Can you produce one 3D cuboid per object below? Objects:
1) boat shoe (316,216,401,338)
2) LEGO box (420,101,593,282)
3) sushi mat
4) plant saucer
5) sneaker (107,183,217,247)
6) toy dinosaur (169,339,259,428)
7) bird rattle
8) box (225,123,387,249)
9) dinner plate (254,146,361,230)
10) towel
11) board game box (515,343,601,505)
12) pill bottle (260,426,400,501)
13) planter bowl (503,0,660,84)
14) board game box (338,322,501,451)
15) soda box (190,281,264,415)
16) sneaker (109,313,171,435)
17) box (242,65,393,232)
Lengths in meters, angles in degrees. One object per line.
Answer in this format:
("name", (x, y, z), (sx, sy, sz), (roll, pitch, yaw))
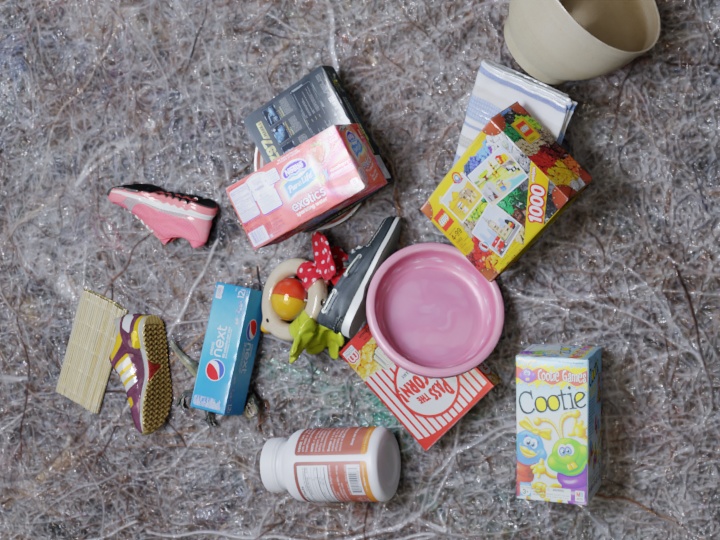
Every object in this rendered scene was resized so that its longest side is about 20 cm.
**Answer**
("boat shoe", (0.000, 0.000, 1.568), (0.060, 0.076, 0.201), (21, 66, 16))
("LEGO box", (0.197, -0.105, 1.464), (0.149, 0.077, 0.200), (47, 137, 9))
("sushi mat", (-0.466, 0.139, 1.845), (0.095, 0.012, 0.201), (23, 104, 19))
("plant saucer", (0.105, 0.061, 1.536), (0.199, 0.051, 0.202), (3, 68, -6))
("sneaker", (-0.330, -0.087, 1.731), (0.199, 0.074, 0.087), (15, 103, 20))
("toy dinosaur", (-0.251, 0.201, 1.748), (0.199, 0.047, 0.088), (32, 97, 18))
("bird rattle", (-0.092, 0.039, 1.635), (0.162, 0.112, 0.201), (5, 93, 40))
("box", (-0.078, -0.121, 1.533), (0.199, 0.095, 0.103), (-28, 88, 23))
("dinner plate", (-0.071, -0.163, 1.642), (0.199, 0.024, 0.201), (3, 96, 23))
("towel", (0.206, -0.181, 1.483), (0.146, 0.024, 0.201), (30, 132, 19))
("board game box", (0.279, 0.212, 1.496), (0.102, 0.105, 0.201), (1, 96, 23))
("pill bottle", (-0.048, 0.297, 1.637), (0.199, 0.112, 0.113), (-5, 94, 23))
("planter bowl", (0.273, -0.331, 1.405), (0.201, 0.200, 0.135), (58, 139, 7))
("board game box", (0.088, 0.144, 1.598), (0.200, 0.046, 0.152), (47, 111, 11))
("soda box", (-0.206, 0.124, 1.683), (0.064, 0.068, 0.201), (11, 87, 22))
("sneaker", (-0.372, 0.172, 1.785), (0.090, 0.075, 0.201), (0, 90, 30))
("box", (-0.064, -0.180, 1.598), (0.157, 0.051, 0.201), (-30, 85, 22))
